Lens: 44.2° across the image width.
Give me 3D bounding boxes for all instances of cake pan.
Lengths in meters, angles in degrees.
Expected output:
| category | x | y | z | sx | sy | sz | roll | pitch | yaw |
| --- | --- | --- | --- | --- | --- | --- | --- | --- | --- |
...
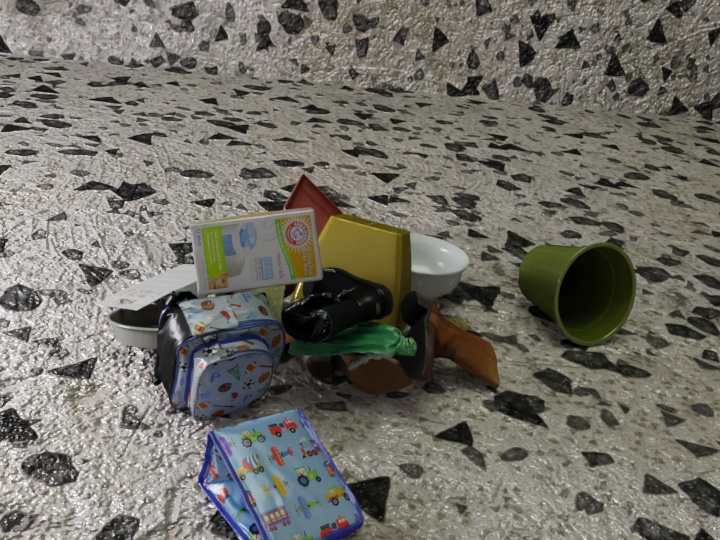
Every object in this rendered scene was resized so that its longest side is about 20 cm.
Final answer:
| category | x | y | z | sx | sy | sz | roll | pitch | yaw |
| --- | --- | --- | --- | --- | --- | --- | --- | --- | --- |
| cake pan | -0.327 | 0.093 | 1.496 | 0.195 | 0.038 | 0.200 | 3 | 9 | 0 |

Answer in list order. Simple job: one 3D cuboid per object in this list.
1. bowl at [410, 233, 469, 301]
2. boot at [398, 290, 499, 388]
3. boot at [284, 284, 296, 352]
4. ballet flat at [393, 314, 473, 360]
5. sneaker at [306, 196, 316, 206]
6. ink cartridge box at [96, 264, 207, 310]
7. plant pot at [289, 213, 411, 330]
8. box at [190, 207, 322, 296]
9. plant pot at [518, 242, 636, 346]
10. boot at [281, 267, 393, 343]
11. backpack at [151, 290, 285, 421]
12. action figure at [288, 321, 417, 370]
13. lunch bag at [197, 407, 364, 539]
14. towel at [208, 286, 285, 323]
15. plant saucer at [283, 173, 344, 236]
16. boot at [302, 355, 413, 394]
| category | x | y | z | sx | sy | sz | roll | pitch | yaw |
| --- | --- | --- | --- | --- | --- | --- | --- | --- | --- |
| bowl | 0.121 | 0.005 | 1.822 | 0.196 | 0.092 | 0.202 | 7 | 23 | -3 |
| boot | 0.153 | 0.150 | 1.491 | 0.198 | 0.068 | 0.190 | 35 | 24 | -24 |
| boot | -0.161 | 0.076 | 1.605 | 0.185 | 0.070 | 0.199 | -8 | 30 | -32 |
| ballet flat | 0.121 | 0.116 | 1.599 | 0.197 | 0.072 | 0.070 | -8 | 28 | -40 |
| sneaker | -0.138 | -0.117 | 1.921 | 0.074 | 0.088 | 0.199 | 24 | 31 | 26 |
| ink cartridge box | -0.348 | 0.044 | 1.592 | 0.198 | 0.048 | 0.158 | -29 | 21 | -38 |
| plant pot | 0.000 | 0.000 | 1.618 | 0.195 | 0.181 | 0.200 | 14 | 7 | 9 |
| box | -0.163 | -0.033 | 1.408 | 0.195 | 0.115 | 0.101 | -7 | 7 | -5 |
| plant pot | 0.417 | 0.028 | 1.787 | 0.196 | 0.205 | 0.189 | -3 | 13 | -24 |
| boot | -0.068 | 0.053 | 1.417 | 0.197 | 0.078 | 0.166 | 12 | 19 | 42 |
| backpack | -0.206 | 0.121 | 1.347 | 0.188 | 0.202 | 0.155 | -20 | 59 | -34 |
| action figure | -0.003 | 0.117 | 1.413 | 0.196 | 0.056 | 0.118 | 1 | 29 | 24 |
| lunch bag | -0.097 | 0.289 | 1.151 | 0.148 | 0.096 | 0.200 | -8 | 38 | -38 |
| towel | -0.195 | 0.027 | 1.543 | 0.146 | 0.037 | 0.202 | 28 | 33 | -21 |
| plant saucer | -0.079 | -0.087 | 1.840 | 0.199 | 0.037 | 0.201 | 44 | 23 | -13 |
| boot | -0.008 | 0.140 | 1.513 | 0.195 | 0.072 | 0.147 | 8 | 22 | -1 |
